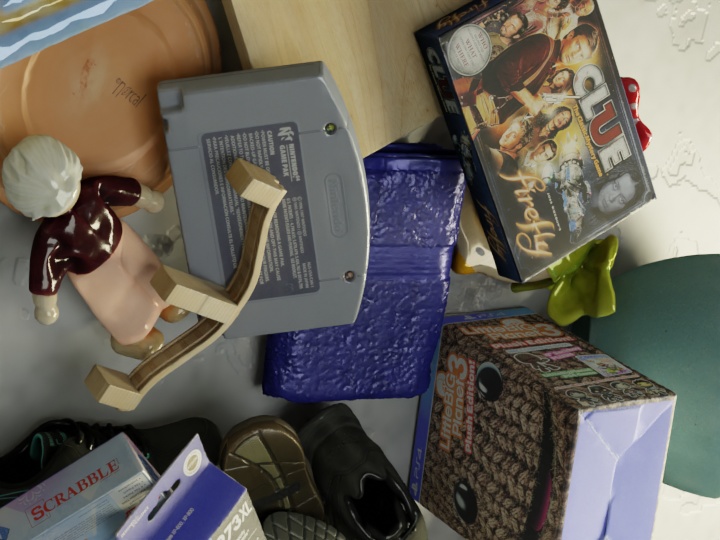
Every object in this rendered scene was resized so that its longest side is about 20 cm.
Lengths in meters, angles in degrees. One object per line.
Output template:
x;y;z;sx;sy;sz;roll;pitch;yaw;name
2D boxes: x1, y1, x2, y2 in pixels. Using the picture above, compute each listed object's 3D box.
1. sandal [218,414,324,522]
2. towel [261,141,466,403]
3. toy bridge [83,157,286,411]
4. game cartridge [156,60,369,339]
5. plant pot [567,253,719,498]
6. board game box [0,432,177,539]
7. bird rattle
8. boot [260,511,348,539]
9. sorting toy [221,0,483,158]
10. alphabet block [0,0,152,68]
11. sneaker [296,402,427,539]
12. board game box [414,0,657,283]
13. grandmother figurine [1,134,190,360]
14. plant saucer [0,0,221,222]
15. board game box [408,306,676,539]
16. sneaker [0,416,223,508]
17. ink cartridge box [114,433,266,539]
-0.076;0.160;1.513;0.081;0.055;0.200;-22;145;-9;sandal
0.000;0.000;1.531;0.147;0.050;0.201;0;109;-27;towel
-0.112;0.018;1.384;0.067;0.027;0.200;21;110;-45;toy bridge
-0.061;-0.048;1.399;0.132;0.041;0.201;-5;121;3;game cartridge
0.240;0.076;1.649;0.134;0.200;0.201;10;105;-6;plant pot
-0.204;0.224;1.414;0.199;0.041;0.200;-31;141;-2;board game box
0.145;-0.060;1.573;0.162;0.113;0.201;-1;107;-16;bird rattle
-0.044;0.262;1.558;0.200;0.130;0.068;36;43;-36;boot
-0.010;-0.191;1.429;0.198;0.070;0.201;-30;123;-21;sorting toy
-0.214;-0.244;1.177;0.196;0.200;0.196;-26;116;-23;alphabet block
0.011;0.189;1.572;0.076;0.091;0.200;-41;140;-5;sneaker
0.131;-0.111;1.474;0.135;0.035;0.201;-31;115;-21;board game box
-0.183;-0.017;1.362;0.122;0.060;0.200;-59;146;-24;grandmother figurine
-0.181;-0.125;1.364;0.199;0.032;0.201;-14;117;-30;plant saucer
0.138;0.139;1.578;0.096;0.200;0.160;-5;111;-32;board game box
-0.188;0.143;1.440;0.199;0.075;0.080;-23;118;-25;sneaker
-0.104;0.213;1.402;0.095;0.037;0.201;-51;142;-30;ink cartridge box
